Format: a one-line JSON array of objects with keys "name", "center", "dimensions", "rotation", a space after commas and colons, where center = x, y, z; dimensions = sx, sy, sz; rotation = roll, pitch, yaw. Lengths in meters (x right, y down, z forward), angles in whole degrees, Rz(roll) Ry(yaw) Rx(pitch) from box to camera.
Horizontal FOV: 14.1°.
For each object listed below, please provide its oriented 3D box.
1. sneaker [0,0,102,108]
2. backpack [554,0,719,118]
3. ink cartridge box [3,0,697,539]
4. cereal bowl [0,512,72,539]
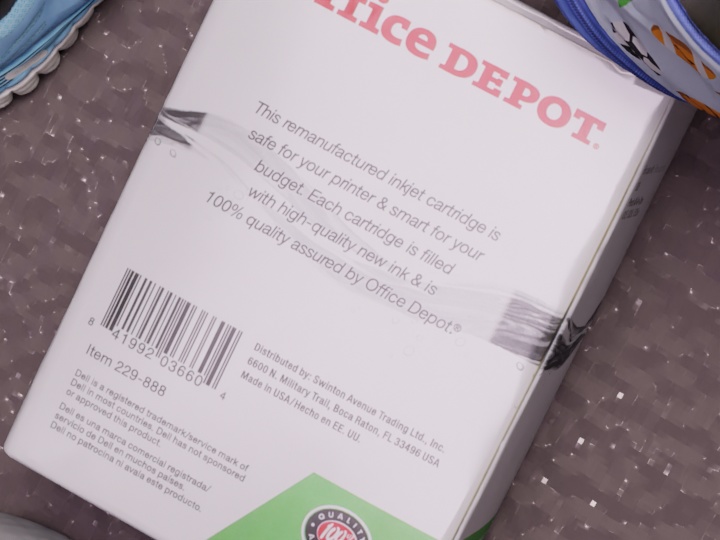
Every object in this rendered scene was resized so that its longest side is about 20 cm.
[{"name": "sneaker", "center": [-0.089, -0.127, 0.934], "dimensions": [0.078, 0.090, 0.200], "rotation": [44, 101, 8]}, {"name": "backpack", "center": [0.146, -0.115, 0.807], "dimensions": [0.190, 0.154, 0.201], "rotation": [18, 85, -29]}, {"name": "ink cartridge box", "center": [0.000, 0.000, 0.920], "dimensions": [0.145, 0.084, 0.201], "rotation": [29, 99, 11]}, {"name": "cereal bowl", "center": [-0.152, 0.180, 0.968], "dimensions": [0.199, 0.083, 0.201], "rotation": [0, 92, 14]}]
